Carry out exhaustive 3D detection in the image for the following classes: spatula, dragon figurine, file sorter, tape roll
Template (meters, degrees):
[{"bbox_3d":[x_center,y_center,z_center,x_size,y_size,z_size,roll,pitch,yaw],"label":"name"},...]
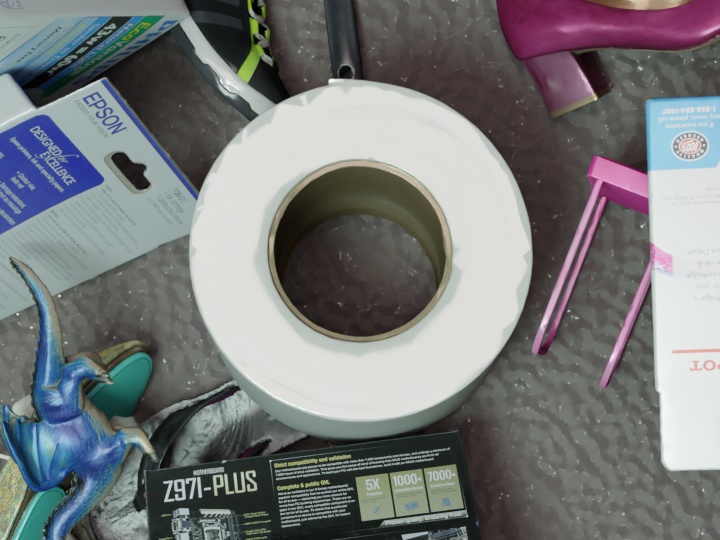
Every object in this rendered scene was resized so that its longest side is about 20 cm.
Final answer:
[{"bbox_3d":[-0.021,-0.214,1.255,0.056,0.021,0.201,-11,86,13],"label":"spatula"},{"bbox_3d":[-0.191,0.098,1.175,0.099,0.059,0.201,-31,109,-8],"label":"dragon figurine"},{"bbox_3d":[0.213,0.030,1.149,0.199,0.139,0.126,21,91,9],"label":"file sorter"},{"bbox_3d":[0.000,0.000,1.165,0.202,0.139,0.204,0,79,0],"label":"tape roll"}]

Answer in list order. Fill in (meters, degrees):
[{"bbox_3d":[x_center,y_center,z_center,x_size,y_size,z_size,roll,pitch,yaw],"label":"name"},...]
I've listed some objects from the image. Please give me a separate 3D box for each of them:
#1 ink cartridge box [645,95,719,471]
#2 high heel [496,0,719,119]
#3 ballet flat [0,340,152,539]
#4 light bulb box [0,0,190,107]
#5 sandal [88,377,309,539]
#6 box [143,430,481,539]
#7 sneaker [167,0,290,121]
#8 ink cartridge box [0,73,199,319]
[{"bbox_3d":[0.217,0.006,1.045,0.114,0.068,0.201,-2,90,10],"label":"ink cartridge box"},{"bbox_3d":[0.181,-0.176,1.185,0.199,0.067,0.096,-25,93,19],"label":"high heel"},{"bbox_3d":[-0.210,0.122,1.245,0.070,0.071,0.201,29,91,9],"label":"ballet flat"},{"bbox_3d":[-0.249,-0.159,1.167,0.198,0.200,0.125,-30,83,29],"label":"light bulb box"},{"bbox_3d":[-0.096,0.109,1.229,0.200,0.048,0.075,-36,86,2],"label":"sandal"},{"bbox_3d":[-0.024,0.197,1.149,0.199,0.086,0.164,-8,55,-3],"label":"box"},{"bbox_3d":[-0.088,-0.178,1.238,0.083,0.072,0.200,-38,82,3],"label":"sneaker"},{"bbox_3d":[-0.213,-0.044,1.186,0.199,0.198,0.047,-27,61,4],"label":"ink cartridge box"}]
